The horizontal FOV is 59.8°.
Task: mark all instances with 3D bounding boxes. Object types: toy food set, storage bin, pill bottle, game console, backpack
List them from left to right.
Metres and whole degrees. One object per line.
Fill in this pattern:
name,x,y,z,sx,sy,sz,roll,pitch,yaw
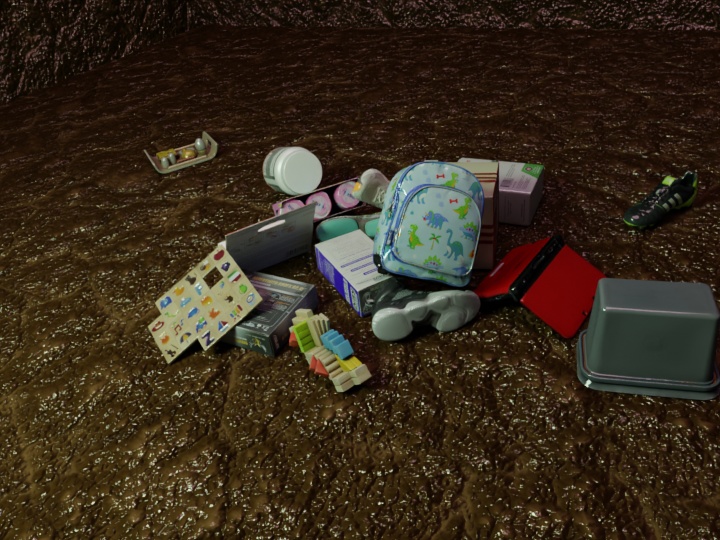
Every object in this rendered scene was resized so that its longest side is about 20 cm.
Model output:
toy food set,-0.540,-0.363,1.880,0.197,0.061,0.143,-22,36,-21
pill bottle,-0.164,-0.242,1.522,0.112,0.116,0.200,-19,17,-17
backpack,0.126,-0.083,1.078,0.179,0.205,0.147,12,-4,-11
game console,0.322,0.036,1.138,0.171,0.120,0.199,-19,15,49
storage bin,0.432,0.086,0.933,0.195,0.137,0.146,4,35,16

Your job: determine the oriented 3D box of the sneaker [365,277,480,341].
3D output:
sneaker,0.104,0.054,1.102,0.196,0.077,0.114,-12,30,-10

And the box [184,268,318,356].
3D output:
box,-0.200,0.071,1.164,0.196,0.049,0.159,11,37,26

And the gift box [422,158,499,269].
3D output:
gift box,0.182,-0.130,1.258,0.183,0.204,0.185,2,28,16

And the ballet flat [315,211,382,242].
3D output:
ballet flat,0.002,-0.087,1.360,0.196,0.073,0.073,-6,33,2

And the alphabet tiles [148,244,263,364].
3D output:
alphabet tiles,-0.288,0.068,1.128,0.199,0.008,0.167,-42,55,-4

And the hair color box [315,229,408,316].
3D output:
hair color box,0.000,0.000,1.217,0.107,0.066,0.200,-20,33,-19

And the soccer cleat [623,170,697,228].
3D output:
soccer cleat,0.621,-0.150,1.297,0.197,0.082,0.067,-23,36,-22

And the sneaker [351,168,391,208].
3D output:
sneaker,0.062,-0.161,1.370,0.092,0.077,0.198,40,19,29

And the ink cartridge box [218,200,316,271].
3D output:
ink cartridge box,-0.188,-0.070,1.262,0.197,0.177,0.045,-23,65,-22

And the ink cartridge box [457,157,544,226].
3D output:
ink cartridge box,0.299,-0.181,1.408,0.196,0.084,0.147,11,38,25

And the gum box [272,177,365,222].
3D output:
gum box,-0.100,-0.146,1.415,0.196,0.067,0.113,-19,7,-16

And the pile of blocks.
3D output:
pile of blocks,-0.067,0.128,1.020,0.061,0.084,0.199,-27,38,-28
